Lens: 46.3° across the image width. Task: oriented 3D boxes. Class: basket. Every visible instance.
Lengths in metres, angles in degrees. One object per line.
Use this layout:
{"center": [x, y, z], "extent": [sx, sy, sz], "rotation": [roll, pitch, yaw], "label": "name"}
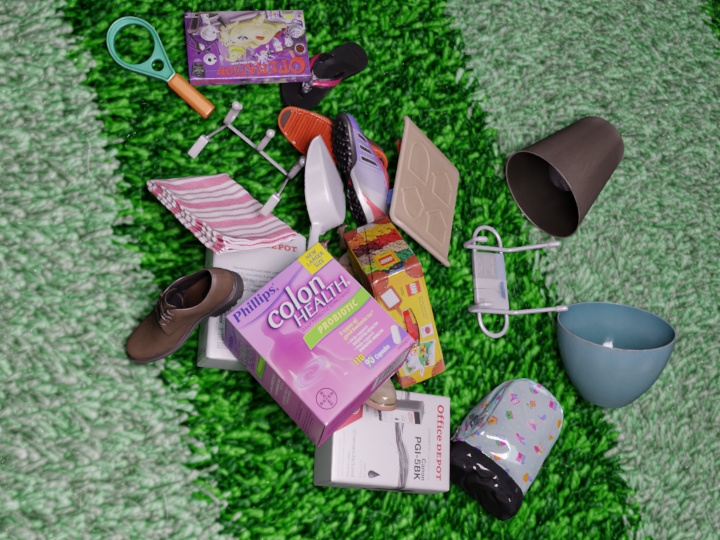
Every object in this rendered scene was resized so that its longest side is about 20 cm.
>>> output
{"center": [0.386, -0.189, 1.550], "extent": [0.200, 0.136, 0.181], "rotation": [-40, 97, -32], "label": "basket"}

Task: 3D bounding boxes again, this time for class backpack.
{"center": [0.236, 0.272, 1.349], "extent": [0.167, 0.127, 0.200], "rotation": [43, 60, -4], "label": "backpack"}

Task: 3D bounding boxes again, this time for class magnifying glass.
{"center": [-0.310, -0.314, 1.314], "extent": [0.200, 0.022, 0.080], "rotation": [42, 82, -7], "label": "magnifying glass"}

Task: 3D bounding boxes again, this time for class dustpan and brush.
{"center": [-0.062, -0.089, 1.309], "extent": [0.056, 0.140, 0.203], "rotation": [-14, 55, 10], "label": "dustpan and brush"}

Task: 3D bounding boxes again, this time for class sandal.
{"center": [-0.060, -0.340, 1.436], "extent": [0.199, 0.045, 0.075], "rotation": [-40, 93, -28], "label": "sandal"}

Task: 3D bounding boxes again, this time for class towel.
{"center": [-0.202, -0.091, 1.232], "extent": [0.145, 0.030, 0.199], "rotation": [-11, 41, -45], "label": "towel"}

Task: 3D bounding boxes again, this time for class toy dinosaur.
{"center": [0.000, 0.000, 1.350], "extent": [0.199, 0.086, 0.137], "rotation": [-38, 117, -16], "label": "toy dinosaur"}

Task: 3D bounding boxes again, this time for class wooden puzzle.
{"center": [0.101, -0.128, 1.414], "extent": [0.185, 0.046, 0.204], "rotation": [36, 54, -49], "label": "wooden puzzle"}

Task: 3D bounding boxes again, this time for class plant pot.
{"center": [0.432, 0.155, 1.453], "extent": [0.197, 0.200, 0.137], "rotation": [-8, 112, -26], "label": "plant pot"}

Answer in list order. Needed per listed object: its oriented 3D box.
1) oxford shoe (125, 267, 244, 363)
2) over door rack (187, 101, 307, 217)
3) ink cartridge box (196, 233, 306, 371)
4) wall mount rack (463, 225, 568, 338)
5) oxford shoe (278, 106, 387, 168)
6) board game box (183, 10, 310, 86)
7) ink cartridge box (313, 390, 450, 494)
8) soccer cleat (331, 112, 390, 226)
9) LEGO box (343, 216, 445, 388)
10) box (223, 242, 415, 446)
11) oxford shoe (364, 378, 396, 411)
{"center": [-0.262, 0.056, 1.168], "extent": [0.199, 0.084, 0.073], "rotation": [-39, 62, 13], "label": "oxford shoe"}
{"center": [-0.159, -0.181, 1.283], "extent": [0.147, 0.067, 0.201], "rotation": [39, 25, -9], "label": "over door rack"}
{"center": [-0.162, 0.044, 1.258], "extent": [0.144, 0.083, 0.204], "rotation": [9, 72, -21], "label": "ink cartridge box"}
{"center": [0.265, 0.012, 1.465], "extent": [0.171, 0.074, 0.204], "rotation": [4, 75, -23], "label": "wall mount rack"}
{"center": [-0.048, -0.218, 1.399], "extent": [0.198, 0.072, 0.073], "rotation": [27, 26, -21], "label": "oxford shoe"}
{"center": [-0.185, -0.364, 1.375], "extent": [0.196, 0.032, 0.122], "rotation": [-5, 81, -13], "label": "board game box"}
{"center": [0.035, 0.258, 1.286], "extent": [0.197, 0.083, 0.150], "rotation": [9, 71, -21], "label": "ink cartridge box"}
{"center": [0.007, -0.167, 1.363], "extent": [0.072, 0.068, 0.203], "rotation": [-26, 119, -18], "label": "soccer cleat"}
{"center": [0.050, 0.046, 1.261], "extent": [0.076, 0.149, 0.202], "rotation": [-21, 125, -7], "label": "LEGO box"}
{"center": [-0.058, 0.099, 1.157], "extent": [0.175, 0.097, 0.200], "rotation": [-39, 75, -26], "label": "box"}
{"center": [0.002, 0.127, 1.252], "extent": [0.070, 0.075, 0.200], "rotation": [5, 31, -36], "label": "oxford shoe"}
